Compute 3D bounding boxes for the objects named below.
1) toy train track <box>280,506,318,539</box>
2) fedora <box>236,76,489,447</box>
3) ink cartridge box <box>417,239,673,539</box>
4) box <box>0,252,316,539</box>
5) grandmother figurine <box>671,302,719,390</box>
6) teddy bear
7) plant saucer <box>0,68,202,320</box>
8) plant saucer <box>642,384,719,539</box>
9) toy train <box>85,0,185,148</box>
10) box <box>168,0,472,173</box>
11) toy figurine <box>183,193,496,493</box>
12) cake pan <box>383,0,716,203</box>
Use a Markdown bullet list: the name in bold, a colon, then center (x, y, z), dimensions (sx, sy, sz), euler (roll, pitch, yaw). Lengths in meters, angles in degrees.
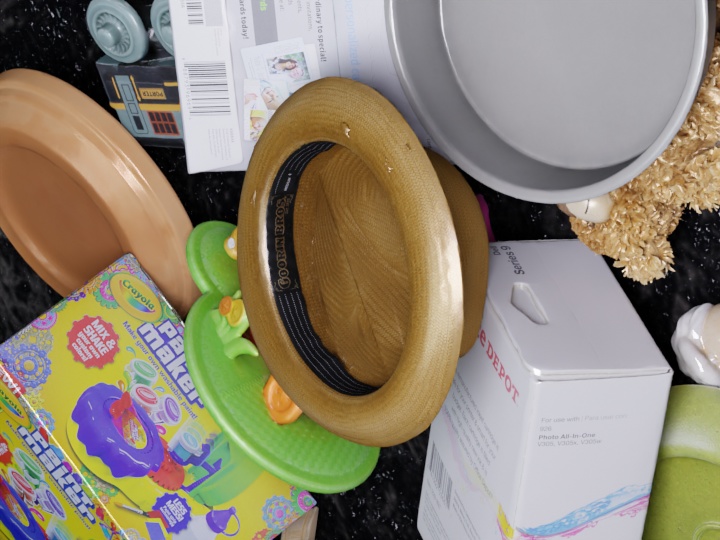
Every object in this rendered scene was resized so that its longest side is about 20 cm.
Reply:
- **toy train track**: center (-0.017, 0.194, 1.647), dimensions (0.200, 0.033, 0.115), euler (-12, 57, 32)
- **fedora**: center (0.014, -0.006, 1.398), dimensions (0.200, 0.082, 0.201), euler (12, 106, 50)
- **ink cartridge box**: center (0.100, 0.101, 1.449), dimensions (0.145, 0.087, 0.200), euler (-117, 27, -56)
- **box**: center (-0.162, 0.123, 1.676), dimensions (0.200, 0.122, 0.193), euler (53, 151, 0)
- **grandmother figurine**: center (0.237, 0.014, 1.357), dimensions (0.200, 0.061, 0.121), euler (-35, 65, 49)
- **teddy bear**: center (0.158, -0.084, 1.370), dimensions (0.200, 0.067, 0.145), euler (-41, 78, 44)
- **plant saucer**: center (-0.184, -0.039, 1.682), dimensions (0.200, 0.037, 0.200), euler (34, 148, 25)
- **plant saucer**: center (0.213, 0.154, 1.424), dimensions (0.200, 0.031, 0.200), euler (33, 144, 28)
- **toy train**: center (-0.080, -0.129, 1.563), dimensions (0.200, 0.085, 0.114), euler (4, 124, 39)
- **box**: center (-0.005, -0.135, 1.450), dimensions (0.200, 0.041, 0.156), euler (-1, 111, 12)
- **toy figurine**: center (0.000, 0.000, 1.540), dimensions (0.184, 0.150, 0.200), euler (-43, 54, 31)
- **cake pan**: center (0.101, -0.136, 1.345), dimensions (0.200, 0.037, 0.201), euler (10, 107, 36)
